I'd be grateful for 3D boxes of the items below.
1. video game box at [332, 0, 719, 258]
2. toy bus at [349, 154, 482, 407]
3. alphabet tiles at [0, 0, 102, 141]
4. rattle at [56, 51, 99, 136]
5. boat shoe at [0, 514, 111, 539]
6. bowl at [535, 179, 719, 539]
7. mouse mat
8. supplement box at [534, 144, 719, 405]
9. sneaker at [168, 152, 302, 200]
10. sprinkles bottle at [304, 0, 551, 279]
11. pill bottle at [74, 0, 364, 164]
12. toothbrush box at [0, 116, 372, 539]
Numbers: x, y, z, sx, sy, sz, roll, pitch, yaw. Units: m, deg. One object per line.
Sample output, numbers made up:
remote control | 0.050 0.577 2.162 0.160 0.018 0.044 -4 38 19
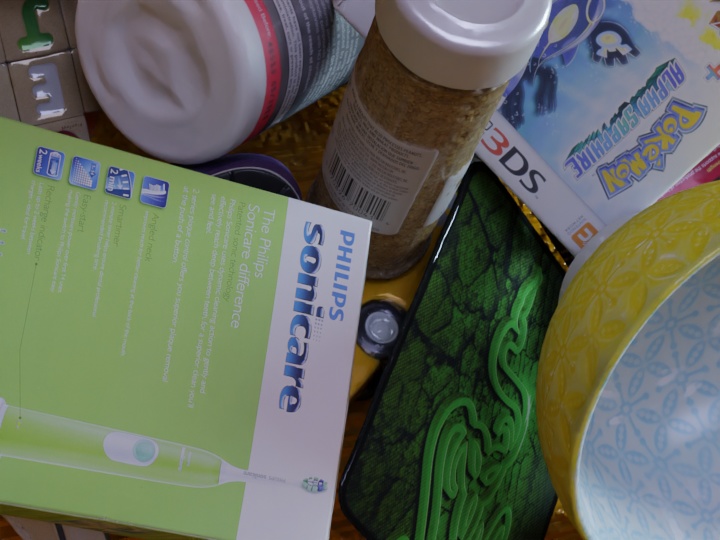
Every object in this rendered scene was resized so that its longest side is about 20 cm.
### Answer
video game box | 0.117 -0.133 0.723 0.182 0.200 0.047 42 14 -17
toy bus | 0.000 0.000 0.786 0.078 0.065 0.201 30 61 1
alphabet tiles | -0.200 -0.132 0.755 0.165 0.006 0.202 -15 101 -18
rattle | -0.150 -0.187 0.785 0.129 0.143 0.202 6 58 -30
boat shoe | -0.180 0.073 0.679 0.085 0.075 0.204 -27 99 -10
bowl | 0.155 0.032 0.720 0.198 0.202 0.108 -13 37 -23
mouse mat | 0.064 0.068 0.754 0.161 0.007 0.201 49 54 -38
supplement box | 0.158 -0.039 0.825 0.108 0.061 0.201 -32 89 -12
sneaker | -0.125 -0.011 0.758 0.198 0.088 0.077 -11 109 -2
sprinkles bottle | 0.023 -0.069 0.673 0.067 0.200 0.069 6 62 -11
pill bottle | -0.044 -0.140 0.790 0.111 0.111 0.200 46 42 6
toothbrush box | -0.107 0.032 0.630 0.198 0.086 0.147 14 75 -23
